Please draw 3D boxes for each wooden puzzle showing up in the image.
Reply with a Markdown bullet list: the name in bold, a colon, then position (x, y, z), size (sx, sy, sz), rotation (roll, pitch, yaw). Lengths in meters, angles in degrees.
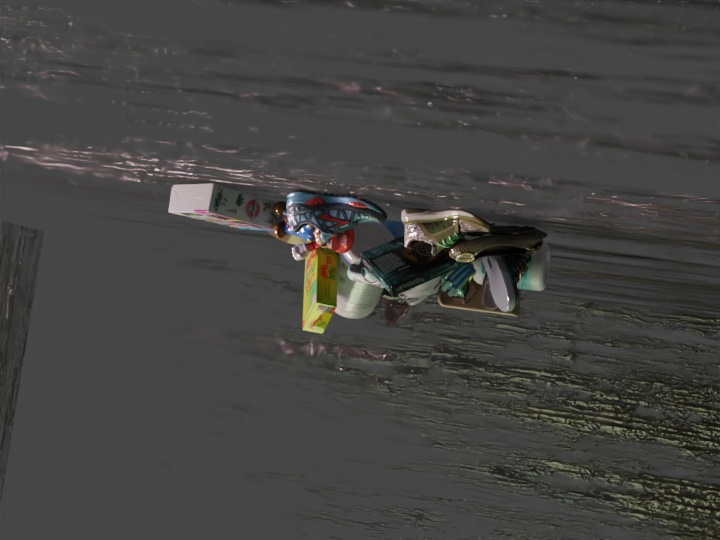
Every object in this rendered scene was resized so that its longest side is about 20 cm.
- **wooden puzzle**: position (0.286, 0.018, 1.842), size (0.198, 0.187, 0.046), rotation (9, 153, -1)

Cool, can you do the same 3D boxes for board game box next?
- **board game box**: position (0.117, -0.029, 1.533), size (0.198, 0.028, 0.135), rotation (-22, -141, -17)
- **board game box**: position (0.119, -0.079, 1.814), size (0.151, 0.041, 0.200), rotation (8, 176, 8)
- **board game box**: position (-0.287, -0.135, 1.656), size (0.147, 0.065, 0.199), rotation (6, 176, 42)
- **board game box**: position (-0.087, 0.023, 1.662), size (0.047, 0.201, 0.102), rotation (12, 138, -15)

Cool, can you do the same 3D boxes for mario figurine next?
- **mario figurine**: position (-0.104, -0.084, 1.600), size (0.199, 0.107, 0.124), rotation (17, 154, 30)

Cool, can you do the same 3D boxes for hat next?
- **hat**: position (0.085, 0.025, 1.848), size (0.080, 0.202, 0.200), rotation (26, 170, -18)

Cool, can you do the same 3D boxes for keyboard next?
- **keyboard**: position (0.272, -0.085, 1.588), size (0.126, 0.021, 0.199), rotation (7, 177, -44)

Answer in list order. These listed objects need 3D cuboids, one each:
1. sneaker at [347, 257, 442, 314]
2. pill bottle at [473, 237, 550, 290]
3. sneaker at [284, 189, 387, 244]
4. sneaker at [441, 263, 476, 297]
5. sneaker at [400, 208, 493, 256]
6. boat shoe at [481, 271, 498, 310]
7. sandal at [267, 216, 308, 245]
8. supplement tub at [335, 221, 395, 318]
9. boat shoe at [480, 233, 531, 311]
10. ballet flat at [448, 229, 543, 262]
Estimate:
- **sneaker**: position (0.077, 0.035, 1.601), size (0.198, 0.141, 0.078), rotation (-5, -143, 4)
- **pill bottle**: position (0.328, -0.018, 1.760), size (0.198, 0.112, 0.111), rotation (6, 176, 23)
- **sneaker**: position (-0.048, -0.096, 1.481), size (0.198, 0.097, 0.079), rotation (7, 177, 10)
- **sneaker**: position (0.161, 0.019, 1.664), size (0.199, 0.131, 0.079), rotation (-31, -179, 36)
- **sneaker**: position (0.166, -0.069, 1.491), size (0.198, 0.090, 0.077), rotation (5, 175, 35)
- **boat shoe**: position (0.309, 0.013, 1.678), size (0.072, 0.201, 0.063), rotation (27, -146, 10)
- **sandal**: position (-0.133, -0.101, 1.773), size (0.210, 0.078, 0.070), rotation (27, -144, 3)
- **supplement tub**: position (0.000, 0.000, 1.720), size (0.131, 0.133, 0.201), rotation (8, 141, -10)
- **boat shoe**: position (0.301, -0.002, 1.517), size (0.090, 0.201, 0.071), rotation (0, 134, -9)
- **ballet flat**: position (0.263, -0.041, 1.470), size (0.198, 0.047, 0.067), rotation (-9, 166, -21)
